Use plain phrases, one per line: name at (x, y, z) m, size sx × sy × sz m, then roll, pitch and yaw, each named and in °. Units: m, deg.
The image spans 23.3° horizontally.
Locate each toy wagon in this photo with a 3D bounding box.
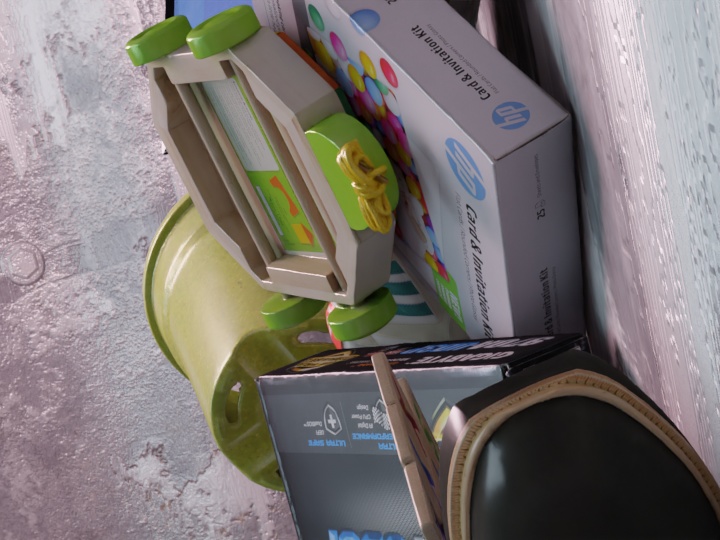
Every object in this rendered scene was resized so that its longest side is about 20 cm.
toy wagon at (-0.032, -0.043, 0.778) m, size 0.200 × 0.039 × 0.156 m, roll 6°, pitch 126°, yaw 60°

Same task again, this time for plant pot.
plant pot at (-0.044, 0.049, 1.189) m, size 0.184 × 0.199 × 0.202 m, roll -111°, pitch 7°, yaw -63°

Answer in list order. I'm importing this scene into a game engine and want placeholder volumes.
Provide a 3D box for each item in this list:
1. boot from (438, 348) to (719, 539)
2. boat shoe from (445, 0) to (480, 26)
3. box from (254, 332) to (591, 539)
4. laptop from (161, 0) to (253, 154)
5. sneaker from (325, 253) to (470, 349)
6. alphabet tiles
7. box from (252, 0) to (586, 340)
boot at (0.088, 0.131, 0.449) m, size 0.139 × 0.077 × 0.201 m, roll -110°, pitch -6°, yaw -58°
boat shoe at (0.026, -0.140, 0.816) m, size 0.071 × 0.069 × 0.200 m, roll 39°, pitch 158°, yaw 11°
box at (0.040, 0.112, 0.752) m, size 0.199 × 0.046 × 0.160 m, roll -7°, pitch 100°, yaw 57°
laptop at (-0.078, -0.191, 0.886) m, size 0.200 × 0.102 × 0.179 m, roll 68°, pitch -163°, yaw -61°
sneaker at (0.000, 0.000, 0.919) m, size 0.199 × 0.093 × 0.071 m, roll 32°, pitch -159°, yaw -30°
alphabet tiles at (0.051, 0.129, 0.582) m, size 0.167 × 0.006 × 0.201 m, roll -107°, pitch -8°, yaw -62°
box at (0.021, -0.062, 0.752) m, size 0.200 × 0.041 × 0.156 m, roll 48°, pitch 162°, yaw 34°
